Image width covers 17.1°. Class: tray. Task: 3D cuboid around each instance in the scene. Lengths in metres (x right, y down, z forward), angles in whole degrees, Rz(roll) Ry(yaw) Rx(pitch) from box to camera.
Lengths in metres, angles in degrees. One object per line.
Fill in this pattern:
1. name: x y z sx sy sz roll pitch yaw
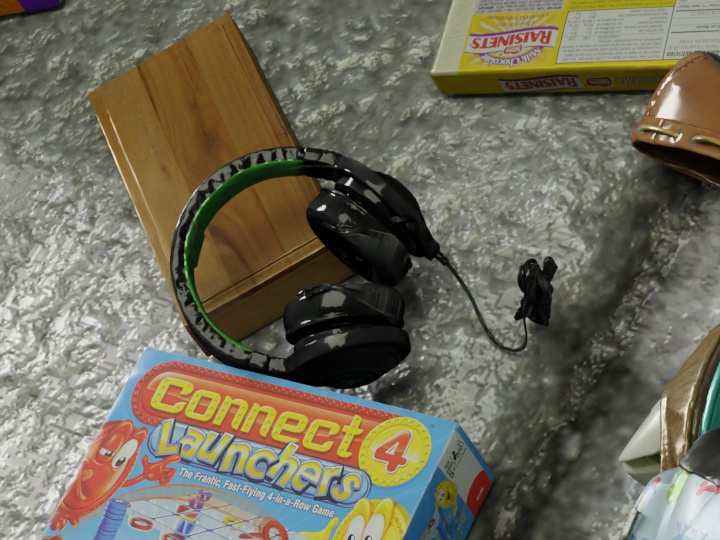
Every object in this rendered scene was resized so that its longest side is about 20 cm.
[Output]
1. tray: -0.081 -0.053 1.360 0.099 0.037 0.200 -30 50 3

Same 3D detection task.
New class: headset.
1. headset: 0.000 0.000 1.228 0.200 0.094 0.124 12 73 6

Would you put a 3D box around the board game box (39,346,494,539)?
1. board game box: -0.064 0.150 1.189 0.200 0.056 0.196 11 62 32

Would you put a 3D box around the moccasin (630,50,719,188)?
1. moccasin: 0.212 -0.039 1.185 0.078 0.074 0.201 -50 53 -2

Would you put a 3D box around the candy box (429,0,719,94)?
1. candy box: 0.143 -0.145 1.325 0.200 0.026 0.102 1 60 27

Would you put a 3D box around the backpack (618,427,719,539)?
1. backpack: 0.176 0.183 0.969 0.200 0.183 0.147 -67 18 -6

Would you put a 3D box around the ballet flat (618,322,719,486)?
1. ballet flat: 0.154 0.111 1.118 0.072 0.068 0.200 -18 52 38

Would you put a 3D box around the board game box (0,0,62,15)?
1. board game box: -0.303 -0.293 1.532 0.200 0.200 0.200 -6 53 21
